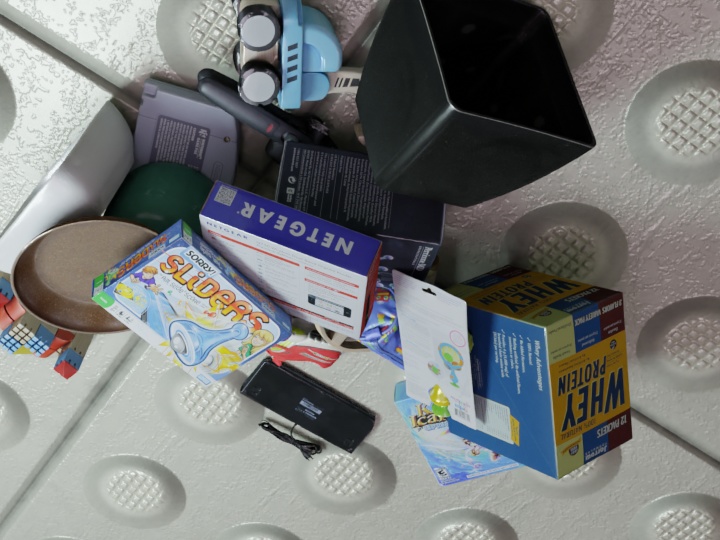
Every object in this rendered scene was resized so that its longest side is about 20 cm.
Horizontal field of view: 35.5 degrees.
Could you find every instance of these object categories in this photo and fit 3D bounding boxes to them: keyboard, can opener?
[{"bbox_3d":[-0.086,0.212,1.651,0.200,0.021,0.127,32,116,-15],"label":"keyboard"},{"bbox_3d":[-0.109,-0.176,1.332,0.200,0.063,0.079,31,104,-31],"label":"can opener"}]

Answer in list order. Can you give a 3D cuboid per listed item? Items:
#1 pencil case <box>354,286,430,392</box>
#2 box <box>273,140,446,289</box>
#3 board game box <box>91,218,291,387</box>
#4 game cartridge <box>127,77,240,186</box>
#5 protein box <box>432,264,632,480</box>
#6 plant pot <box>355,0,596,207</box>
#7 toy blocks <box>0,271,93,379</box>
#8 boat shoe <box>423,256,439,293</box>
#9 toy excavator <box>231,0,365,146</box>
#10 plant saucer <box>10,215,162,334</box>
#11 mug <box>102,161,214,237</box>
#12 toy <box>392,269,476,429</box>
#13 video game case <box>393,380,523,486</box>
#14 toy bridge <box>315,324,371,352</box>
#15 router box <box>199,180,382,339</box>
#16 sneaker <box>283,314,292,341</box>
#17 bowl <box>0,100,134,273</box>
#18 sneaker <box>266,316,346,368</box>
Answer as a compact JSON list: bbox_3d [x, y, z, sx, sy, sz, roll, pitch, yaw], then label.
[{"bbox_3d":[0.064,0.096,1.478,0.078,0.087,0.200,-22,141,25],"label":"pencil case"},{"bbox_3d":[-0.007,-0.061,1.357,0.199,0.108,0.149,8,155,-4],"label":"box"},{"bbox_3d":[-0.192,0.043,1.301,0.135,0.035,0.200,-33,129,17],"label":"board game box"},{"bbox_3d":[-0.222,-0.135,1.408,0.133,0.042,0.201,13,125,-9],"label":"game cartridge"},{"bbox_3d":[0.213,0.119,1.397,0.135,0.200,0.199,-20,111,-33],"label":"protein box"},{"bbox_3d":[0.105,-0.181,1.230,0.199,0.200,0.177,8,145,-32],"label":"plant pot"},{"bbox_3d":[-0.434,0.064,1.506,0.100,0.137,0.200,-34,115,26],"label":"toy blocks"},{"bbox_3d":[0.000,0.000,1.460,0.199,0.071,0.065,8,126,-1],"label":"boat shoe"},{"bbox_3d":[-0.045,-0.230,1.294,0.199,0.100,0.195,-3,122,-9],"label":"toy excavator"},{"bbox_3d":[-0.300,-0.001,1.300,0.199,0.037,0.201,-6,140,-5],"label":"plant saucer"},{"bbox_3d":[-0.250,-0.028,1.395,0.151,0.115,0.186,16,125,-6],"label":"mug"},{"bbox_3d":[0.101,0.091,1.376,0.115,0.047,0.201,24,133,37],"label":"toy"},{"bbox_3d":[0.173,0.215,1.612,0.199,0.046,0.182,-18,121,17],"label":"video game case"},{"bbox_3d":[-0.021,0.069,1.484,0.067,0.027,0.200,-50,132,7],"label":"toy bridge"},{"bbox_3d":[-0.079,-0.007,1.288,0.199,0.049,0.180,21,155,6],"label":"router box"},{"bbox_3d":[-0.159,0.067,1.413,0.199,0.084,0.080,-3,167,-43],"label":"sneaker"},{"bbox_3d":[-0.350,-0.089,1.349,0.075,0.200,0.200,38,122,-18],"label":"bowl"},{"bbox_3d":[-0.119,0.092,1.537,0.199,0.077,0.085,16,130,-5],"label":"sneaker"}]
